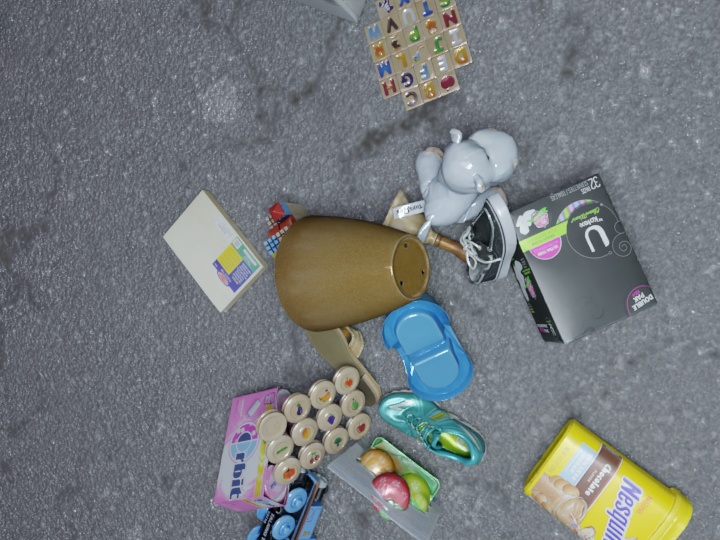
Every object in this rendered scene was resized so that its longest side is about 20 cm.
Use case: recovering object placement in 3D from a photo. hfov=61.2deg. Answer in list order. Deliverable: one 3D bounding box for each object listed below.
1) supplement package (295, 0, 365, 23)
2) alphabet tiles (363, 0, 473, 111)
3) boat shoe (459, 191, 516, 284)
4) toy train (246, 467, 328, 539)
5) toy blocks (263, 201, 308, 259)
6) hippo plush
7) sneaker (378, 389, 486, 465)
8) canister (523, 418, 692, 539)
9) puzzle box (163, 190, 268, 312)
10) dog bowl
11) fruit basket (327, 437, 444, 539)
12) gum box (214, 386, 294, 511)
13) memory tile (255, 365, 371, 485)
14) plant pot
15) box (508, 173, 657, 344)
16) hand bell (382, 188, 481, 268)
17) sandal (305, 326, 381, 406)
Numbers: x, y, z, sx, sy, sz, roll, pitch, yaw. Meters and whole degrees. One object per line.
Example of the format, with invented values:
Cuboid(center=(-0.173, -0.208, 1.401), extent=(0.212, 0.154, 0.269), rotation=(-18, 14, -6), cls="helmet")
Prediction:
Cuboid(center=(-0.057, -0.554, 0.994), extent=(0.145, 0.191, 0.203), rotation=(25, 101, 16), cls="supplement package")
Cuboid(center=(0.097, -0.387, 1.043), extent=(0.164, 0.006, 0.203), rotation=(-17, 86, 19), cls="alphabet tiles")
Cuboid(center=(0.182, -0.039, 0.903), extent=(0.067, 0.200, 0.074), rotation=(-20, 66, -3), cls="boat shoe")
Cuboid(center=(-0.126, 0.446, 1.098), extent=(0.086, 0.113, 0.203), rotation=(24, 94, 47), cls="toy train")
Cuboid(center=(-0.111, -0.041, 1.062), extent=(0.099, 0.136, 0.202), rotation=(-32, 81, 18), cls="toy blocks")
Cuboid(center=(0.146, -0.156, 0.919), extent=(0.197, 0.161, 0.161), rotation=(-21, 68, -16), cls="hippo plush")
Cuboid(center=(0.118, 0.262, 1.021), extent=(0.198, 0.079, 0.079), rotation=(22, 99, 18), cls="sneaker")
Cuboid(center=(0.369, 0.346, 0.932), extent=(0.199, 0.086, 0.150), rotation=(36, 103, 17), cls="canister")
Cuboid(center=(-0.283, -0.037, 1.183), extent=(0.133, 0.025, 0.201), rotation=(-43, 78, 16), cls="puzzle box")
Cuboid(center=(0.107, 0.121, 0.991), extent=(0.110, 0.050, 0.202), rotation=(-26, 115, 10), cls="dog bowl")
Cuboid(center=(0.045, 0.355, 0.987), extent=(0.184, 0.200, 0.095), rotation=(33, 101, 15), cls="fruit basket")
Cuboid(center=(-0.181, 0.312, 1.083), extent=(0.112, 0.066, 0.203), rotation=(-19, 50, 29), cls="gum box")
Cuboid(center=(-0.072, 0.259, 1.022), extent=(0.017, 0.198, 0.155), rotation=(26, 135, 53), cls="memory tile")
Cuboid(center=(0.000, 0.000, 0.927), extent=(0.198, 0.185, 0.190), rotation=(-4, 91, 43), cls="plant pot")
Cuboid(center=(0.310, -0.012, 0.902), extent=(0.147, 0.124, 0.203), rotation=(-23, 85, 2), cls="box")
Cuboid(center=(0.135, -0.047, 1.014), extent=(0.198, 0.104, 0.105), rotation=(25, 100, 4), cls="hand bell")
Cuboid(center=(-0.022, 0.136, 1.081), extent=(0.077, 0.070, 0.213), rotation=(-22, 106, 41), cls="sandal")
